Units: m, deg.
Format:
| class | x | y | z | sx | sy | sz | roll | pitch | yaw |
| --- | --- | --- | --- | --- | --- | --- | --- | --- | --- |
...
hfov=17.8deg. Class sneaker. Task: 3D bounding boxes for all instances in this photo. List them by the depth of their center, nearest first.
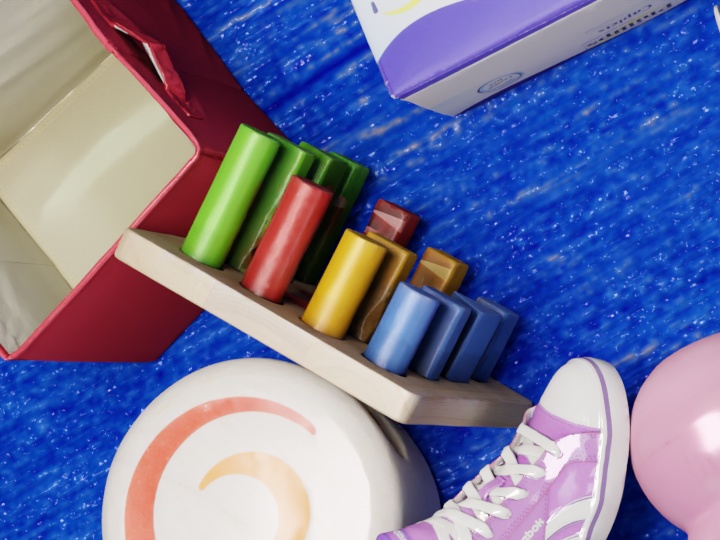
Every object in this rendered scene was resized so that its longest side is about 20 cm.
| class | x | y | z | sx | sy | sz | roll | pitch | yaw |
| --- | --- | --- | --- | --- | --- | --- | --- | --- | --- |
| sneaker | 0.072 | 0.135 | 1.265 | 0.073 | 0.114 | 0.201 | 24 | 95 | 62 |

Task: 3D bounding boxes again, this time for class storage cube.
| class | x | y | z | sx | sy | sz | roll | pitch | yaw |
| --- | --- | --- | --- | --- | --- | --- | --- | --- | --- |
| storage cube | -0.163 | -0.061 | 1.404 | 0.200 | 0.180 | 0.171 | -46 | 71 | 15 |

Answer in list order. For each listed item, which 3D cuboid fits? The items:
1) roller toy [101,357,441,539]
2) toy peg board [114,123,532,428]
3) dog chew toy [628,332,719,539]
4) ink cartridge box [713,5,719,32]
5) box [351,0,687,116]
| class | x | y | z | sx | sy | sz | roll | pitch | yaw |
| --- | --- | --- | --- | --- | --- | --- | --- | --- | --- |
| roller toy | -0.046 | 0.149 | 1.364 | 0.199 | 0.140 | 0.184 | -6 | 78 | 15 |
| toy peg board | 0.000 | 0.000 | 1.319 | 0.199 | 0.200 | 0.098 | 29 | 97 | 22 |
| dog chew toy | 0.225 | 0.134 | 1.248 | 0.124 | 0.124 | 0.201 | -28 | 68 | 19 |
| ink cartridge box | 0.265 | -0.057 | 1.254 | 0.066 | 0.116 | 0.201 | -21 | 79 | 21 |
| box | 0.079 | -0.221 | 1.349 | 0.183 | 0.105 | 0.201 | -26 | 79 | 20 |
